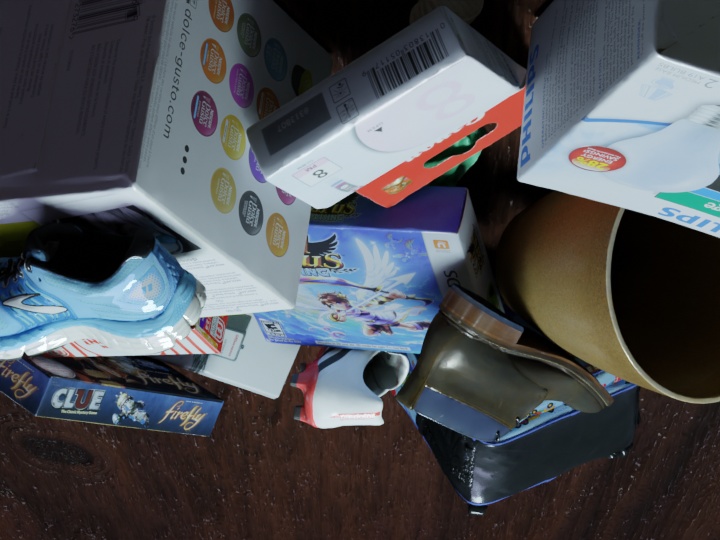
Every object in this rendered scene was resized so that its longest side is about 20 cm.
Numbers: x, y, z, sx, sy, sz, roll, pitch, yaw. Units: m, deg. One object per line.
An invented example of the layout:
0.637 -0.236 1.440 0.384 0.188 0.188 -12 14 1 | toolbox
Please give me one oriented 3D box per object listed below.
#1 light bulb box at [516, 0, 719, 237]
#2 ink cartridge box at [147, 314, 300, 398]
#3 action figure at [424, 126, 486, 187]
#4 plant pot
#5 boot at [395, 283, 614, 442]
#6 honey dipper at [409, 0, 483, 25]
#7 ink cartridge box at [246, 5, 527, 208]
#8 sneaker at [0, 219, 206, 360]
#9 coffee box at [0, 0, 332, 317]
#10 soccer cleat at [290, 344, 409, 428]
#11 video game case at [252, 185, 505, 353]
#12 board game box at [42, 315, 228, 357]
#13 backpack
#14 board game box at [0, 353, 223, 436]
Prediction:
0.228 -0.121 1.344 0.198 0.125 0.200 15 155 -15 | light bulb box
-0.160 0.024 1.801 0.200 0.083 0.147 21 -173 -28 | ink cartridge box
0.038 -0.085 1.587 0.118 0.055 0.200 18 150 -17 | action figure
0.194 -0.002 1.599 0.186 0.187 0.200 24 169 -32 | plant pot
0.108 0.089 1.623 0.200 0.097 0.075 32 -176 -40 | boot
0.031 -0.145 1.468 0.038 0.038 0.200 15 156 -15 | honey dipper
0.041 -0.091 1.443 0.162 0.057 0.200 -31 149 19 | ink cartridge box
-0.199 0.000 1.365 0.199 0.079 0.090 -4 135 22 | sneaker
-0.161 -0.092 1.455 0.199 0.200 0.198 -6 152 30 | coffee box
0.004 0.061 1.772 0.085 0.200 0.069 6 126 13 | soccer cleat
0.000 0.000 1.649 0.199 0.046 0.181 3 147 17 | video game case
-0.161 -0.035 1.586 0.151 0.201 0.046 -2 153 25 | board game box
0.120 0.078 1.791 0.182 0.200 0.135 -19 138 -20 | backpack
-0.221 0.079 1.676 0.135 0.035 0.200 29 -171 36 | board game box
